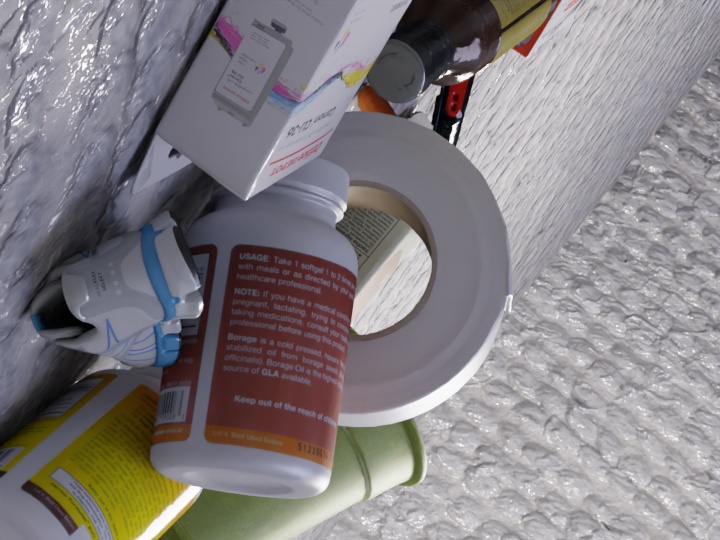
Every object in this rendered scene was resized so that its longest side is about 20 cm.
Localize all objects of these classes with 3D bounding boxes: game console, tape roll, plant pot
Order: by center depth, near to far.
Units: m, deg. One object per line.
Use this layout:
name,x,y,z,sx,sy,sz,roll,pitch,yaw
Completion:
tape roll,0.000,0.000,1.483,0.203,0.202,0.071,-52,171,-8
game console,0.071,-0.153,1.625,0.200,0.031,0.177,99,7,-71
plant pot,-0.085,0.137,1.724,0.190,0.200,0.200,-36,166,-20

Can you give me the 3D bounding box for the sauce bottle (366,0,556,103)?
sauce bottle,0.062,-0.154,1.408,0.065,0.065,0.200,-59,169,31

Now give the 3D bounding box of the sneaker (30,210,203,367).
sneaker,-0.146,0.018,1.281,0.086,0.075,0.200,-17,169,-13

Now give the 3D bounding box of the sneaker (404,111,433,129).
sneaker,0.032,-0.062,1.797,0.200,0.087,0.075,-40,167,-52

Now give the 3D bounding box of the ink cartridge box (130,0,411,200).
ink cartridge box,-0.040,-0.116,1.254,0.200,0.067,0.116,-58,170,26

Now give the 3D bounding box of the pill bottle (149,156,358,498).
pill bottle,-0.061,0.032,1.385,0.112,0.112,0.201,90,8,-76

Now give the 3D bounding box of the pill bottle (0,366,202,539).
pill bottle,-0.170,0.134,1.413,0.200,0.109,0.109,-43,166,-50

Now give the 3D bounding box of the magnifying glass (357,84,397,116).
magnifying glass,0.046,-0.054,1.589,0.022,0.200,0.080,-19,146,-12

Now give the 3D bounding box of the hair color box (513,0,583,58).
hair color box,0.173,-0.276,1.783,0.200,0.064,0.111,-60,170,31

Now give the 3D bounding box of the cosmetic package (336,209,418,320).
cosmetic package,-0.054,0.011,1.570,0.200,0.105,0.071,-49,171,-19
